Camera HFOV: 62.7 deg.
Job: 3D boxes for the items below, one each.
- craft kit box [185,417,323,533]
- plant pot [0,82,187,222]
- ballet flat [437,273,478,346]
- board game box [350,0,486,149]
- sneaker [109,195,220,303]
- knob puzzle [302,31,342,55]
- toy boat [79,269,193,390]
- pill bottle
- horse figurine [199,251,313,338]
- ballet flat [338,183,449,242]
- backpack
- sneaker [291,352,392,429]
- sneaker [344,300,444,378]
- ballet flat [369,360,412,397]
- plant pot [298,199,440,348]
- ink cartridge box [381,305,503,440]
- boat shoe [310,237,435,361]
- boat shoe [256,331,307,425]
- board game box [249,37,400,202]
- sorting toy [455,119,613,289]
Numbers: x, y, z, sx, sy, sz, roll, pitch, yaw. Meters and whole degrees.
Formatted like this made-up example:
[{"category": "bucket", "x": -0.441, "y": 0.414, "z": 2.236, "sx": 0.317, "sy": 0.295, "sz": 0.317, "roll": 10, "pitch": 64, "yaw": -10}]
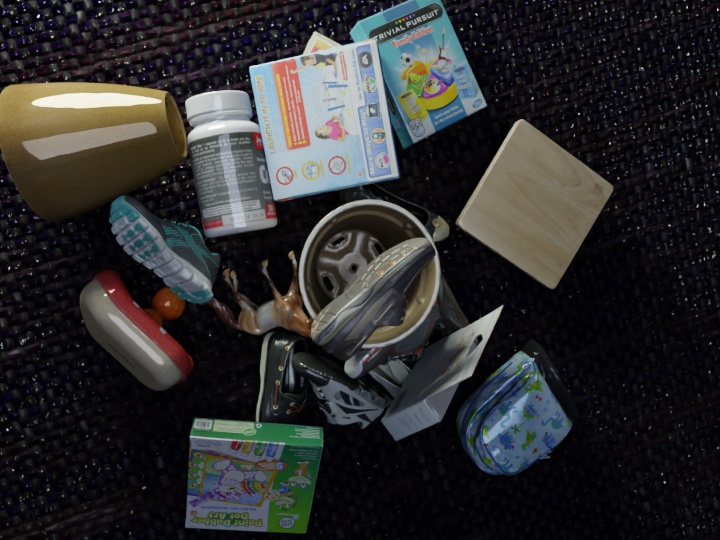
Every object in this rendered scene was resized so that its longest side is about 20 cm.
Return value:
[{"category": "craft kit box", "x": -0.168, "y": 0.324, "z": 0.920, "sx": 0.197, "sy": 0.049, "sz": 0.200, "roll": 6, "pitch": 121, "yaw": -9}, {"category": "plant pot", "x": -0.350, "y": -0.179, "z": 0.815, "sx": 0.197, "sy": 0.186, "sz": 0.189, "roll": -12, "pitch": 95, "yaw": 0}, {"category": "ballet flat", "x": 0.137, "y": 0.056, "z": 0.993, "sx": 0.067, "sy": 0.046, "sz": 0.201, "roll": -32, "pitch": 93, "yaw": 28}, {"category": "board game box", "x": 0.095, "y": -0.321, "z": 0.946, "sx": 0.150, "sy": 0.047, "sz": 0.202, "roll": -29, "pitch": 98, "yaw": -17}, {"category": "sneaker", "x": -0.284, "y": -0.043, "z": 0.879, "sx": 0.077, "sy": 0.092, "sz": 0.201, "roll": -13, "pitch": 130, "yaw": 30}, {"category": "knob puzzle", "x": -0.037, "y": -0.254, "z": 0.951, "sx": 0.216, "sy": 0.030, "sz": 0.224, "roll": -1, "pitch": 94, "yaw": -9}, {"category": "toy boat", "x": -0.321, "y": 0.075, "z": 0.896, "sx": 0.200, "sy": 0.130, "sz": 0.131, "roll": 46, "pitch": 56, "yaw": -9}, {"category": "pill bottle", "x": -0.196, "y": -0.157, "z": 0.889, "sx": 0.112, "sy": 0.114, "sz": 0.203, "roll": -10, "pitch": 95, "yaw": -8}, {"category": "horse figurine", "x": -0.151, "y": 0.053, "z": 0.920, "sx": 0.197, "sy": 0.050, "sz": 0.134, "roll": -14, "pitch": 102, "yaw": 24}, {"category": "ballet flat", "x": 0.057, "y": -0.099, "z": 0.954, "sx": 0.198, "sy": 0.057, "sz": 0.067, "roll": 22, "pitch": 49, "yaw": -9}, {"category": "backpack", "x": 0.255, "y": 0.244, "z": 0.982, "sx": 0.198, "sy": 0.154, "sz": 0.164, "roll": -30, "pitch": 104, "yaw": 7}, {"category": "sneaker", "x": -0.041, "y": 0.200, "z": 0.935, "sx": 0.199, "sy": 0.074, "sz": 0.089, "roll": 34, "pitch": 96, "yaw": -31}, {"category": "sneaker", "x": 0.064, "y": 0.115, "z": 0.914, "sx": 0.199, "sy": 0.077, "sz": 0.083, "roll": -37, "pitch": 100, "yaw": -26}, {"category": "ballet flat", "x": 0.022, "y": 0.137, "z": 0.963, "sx": 0.199, "sy": 0.069, "sz": 0.070, "roll": 40, "pitch": 87, "yaw": -9}, {"category": "plant pot", "x": 0.000, "y": 0.000, "z": 0.894, "sx": 0.197, "sy": 0.183, "sz": 0.204, "roll": -1, "pitch": 94, "yaw": -9}, {"category": "ink cartridge box", "x": 0.135, "y": 0.149, "z": 0.880, "sx": 0.173, "sy": 0.200, "sz": 0.044, "roll": -35, "pitch": 96, "yaw": 35}, {"category": "boat shoe", "x": 0.025, "y": 0.039, "z": 0.779, "sx": 0.199, "sy": 0.075, "sz": 0.073, "roll": -41, "pitch": 108, "yaw": 4}, {"category": "boat shoe", "x": -0.121, "y": 0.201, "z": 0.938, "sx": 0.062, "sy": 0.073, "sz": 0.205, "roll": 3, "pitch": 91, "yaw": 28}, {"category": "board game box", "x": -0.051, "y": -0.220, "z": 0.890, "sx": 0.193, "sy": 0.056, "sz": 0.203, "roll": -9, "pitch": 95, "yaw": 8}, {"category": "sorting toy", "x": 0.282, "y": -0.107, "z": 0.989, "sx": 0.199, "sy": 0.070, "sz": 0.200, "roll": 32, "pitch": 88, "yaw": -10}]
